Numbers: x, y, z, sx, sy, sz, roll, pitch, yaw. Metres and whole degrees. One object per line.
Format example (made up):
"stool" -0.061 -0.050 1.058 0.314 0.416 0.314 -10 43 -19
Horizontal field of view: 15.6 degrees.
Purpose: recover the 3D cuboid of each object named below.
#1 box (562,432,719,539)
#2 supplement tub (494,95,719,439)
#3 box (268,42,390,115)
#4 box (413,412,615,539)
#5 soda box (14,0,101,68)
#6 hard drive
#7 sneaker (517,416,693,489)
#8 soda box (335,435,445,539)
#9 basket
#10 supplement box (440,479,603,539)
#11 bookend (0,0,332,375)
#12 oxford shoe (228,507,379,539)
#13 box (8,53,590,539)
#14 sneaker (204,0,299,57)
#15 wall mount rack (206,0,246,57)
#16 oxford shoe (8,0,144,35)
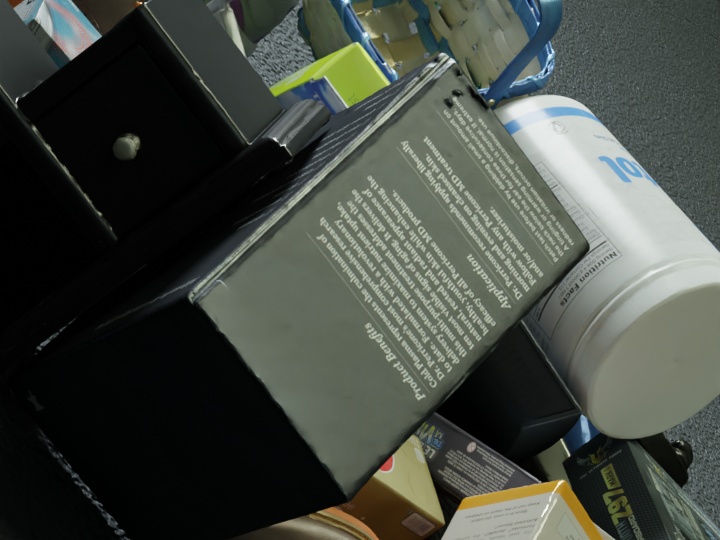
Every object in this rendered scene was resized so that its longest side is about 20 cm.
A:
"box" 0.215 0.206 1.630 0.200 0.051 0.158 46 14 -30
"supplement tub" 0.143 -0.005 1.655 0.132 0.132 0.200 30 17 -51
"box" -0.008 -0.073 1.668 0.122 0.048 0.200 52 -20 -9
"box" 0.070 0.125 1.564 0.110 0.035 0.200 39 -5 -39
"soda box" -0.136 -0.059 1.465 0.200 0.068 0.064 49 19 -19
"hard drive" 0.068 0.064 1.658 0.135 0.042 0.200 57 -16 5
"sneaker" 0.184 0.167 1.741 0.200 0.111 0.077 65 -15 0
"soda box" -0.041 0.093 1.452 0.200 0.064 0.068 38 25 -42
"basket" 0.047 -0.179 1.687 0.139 0.200 0.177 -15 68 -26
"supplement box" 0.073 0.223 1.359 0.126 0.073 0.200 57 41 -23
"bookend" -0.156 -0.087 1.267 0.199 0.200 0.092 53 19 -7
"oxford shoe" -0.009 0.186 1.366 0.200 0.071 0.073 43 27 -32
"box" -0.032 0.022 1.267 0.197 0.200 0.124 -42 100 -33
"sneaker" -0.096 -0.214 1.712 0.200 0.140 0.078 23 35 -59
"wall mount rack" -0.062 -0.099 1.575 0.074 0.174 0.200 -14 85 -25
"oxford shoe" -0.143 -0.130 1.541 0.200 0.073 0.071 55 19 1
